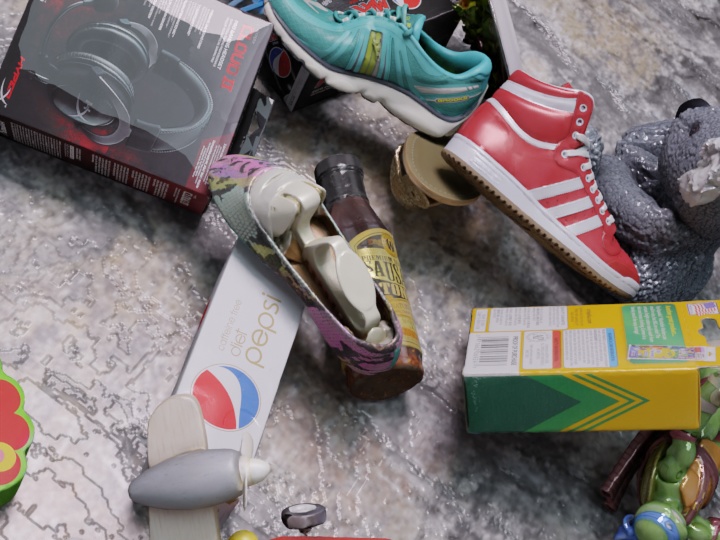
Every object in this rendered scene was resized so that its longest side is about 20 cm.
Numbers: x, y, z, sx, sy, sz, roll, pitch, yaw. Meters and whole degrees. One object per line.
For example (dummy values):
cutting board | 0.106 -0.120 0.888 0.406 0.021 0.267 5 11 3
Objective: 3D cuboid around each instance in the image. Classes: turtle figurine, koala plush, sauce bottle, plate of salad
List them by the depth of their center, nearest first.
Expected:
turtle figurine | 0.297 0.142 0.944 0.144 0.200 0.194 43 40 -3
sauce bottle | 0.000 0.000 0.971 0.065 0.066 0.202 -1 61 -24
koala plush | 0.282 -0.068 1.037 0.176 0.199 0.186 -7 76 -38
plate of salad | 0.115 -0.188 1.088 0.047 0.200 0.202 -15 60 7

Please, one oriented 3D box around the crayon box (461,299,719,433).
crayon box | 0.179 0.071 0.924 0.197 0.052 0.126 -3 20 10

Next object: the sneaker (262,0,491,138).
sneaker | 0.015 -0.186 0.999 0.198 0.080 0.078 23 40 -18

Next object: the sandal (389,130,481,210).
sandal | 0.059 -0.083 1.057 0.077 0.070 0.212 34 28 -8

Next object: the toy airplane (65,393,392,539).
toy airplane | -0.090 0.204 0.736 0.200 0.141 0.200 40 79 -16

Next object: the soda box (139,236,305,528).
soda box | -0.094 0.077 0.880 0.067 0.064 0.201 23 53 -8

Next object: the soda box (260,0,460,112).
soda box | 0.003 -0.214 1.108 0.199 0.071 0.064 -27 71 -35

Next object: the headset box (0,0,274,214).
headset box | -0.167 -0.145 0.952 0.198 0.077 0.150 22 78 -8

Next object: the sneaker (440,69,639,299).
sneaker | 0.171 -0.073 0.982 0.199 0.071 0.113 39 88 -14

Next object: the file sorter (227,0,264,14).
file sorter | -0.102 -0.321 1.003 0.201 0.138 0.123 60 32 -8

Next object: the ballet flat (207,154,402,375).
ballet flat | -0.033 -0.016 0.879 0.069 0.071 0.201 -33 81 -27

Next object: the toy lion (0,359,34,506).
toy lion | -0.316 0.095 0.776 0.200 0.069 0.191 42 45 7
